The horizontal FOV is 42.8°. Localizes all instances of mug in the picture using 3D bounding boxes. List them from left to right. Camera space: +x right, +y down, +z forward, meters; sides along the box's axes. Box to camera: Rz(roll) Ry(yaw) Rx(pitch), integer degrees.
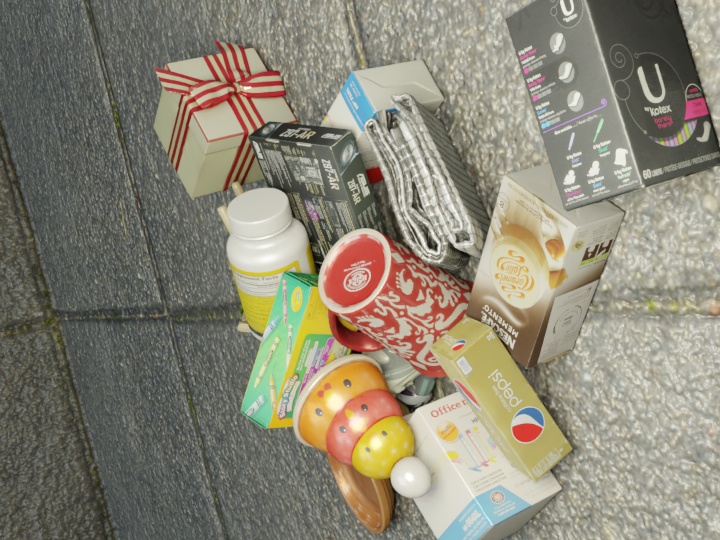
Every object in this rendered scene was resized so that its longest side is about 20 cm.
[{"bbox_3d":[0.037,0.052,1.126,0.178,0.200,0.133,-45,47,12],"label":"mug"}]

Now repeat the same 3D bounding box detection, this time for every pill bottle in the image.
[{"bbox_3d":[-0.118,-0.007,1.241,0.111,0.111,0.200,36,146,44],"label":"pill bottle"}]

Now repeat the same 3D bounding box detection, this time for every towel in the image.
[{"bbox_3d":[0.079,-0.098,1.096,0.085,0.166,0.200,-27,80,15],"label":"towel"}]

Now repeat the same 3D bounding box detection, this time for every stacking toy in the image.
[{"bbox_3d":[0.022,0.213,1.167,0.200,0.146,0.146,38,134,39],"label":"stacking toy"}]

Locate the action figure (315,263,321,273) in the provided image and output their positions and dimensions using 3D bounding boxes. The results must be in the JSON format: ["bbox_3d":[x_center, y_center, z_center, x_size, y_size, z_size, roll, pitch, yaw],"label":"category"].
[{"bbox_3d":[0.000,0.000,1.320,0.102,0.119,0.200,46,172,-34],"label":"action figure"}]

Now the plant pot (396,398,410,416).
[{"bbox_3d":[0.035,0.228,1.430,0.200,0.027,0.200,47,148,42],"label":"plant pot"}]

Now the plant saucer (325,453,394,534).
[{"bbox_3d":[0.000,0.336,1.520,0.200,0.037,0.200,49,152,38],"label":"plant saucer"}]

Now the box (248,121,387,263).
[{"bbox_3d":[-0.052,-0.095,1.214,0.160,0.044,0.200,13,134,42],"label":"box"}]

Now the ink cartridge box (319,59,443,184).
[{"bbox_3d":[0.010,-0.184,1.217,0.067,0.116,0.200,62,146,16],"label":"ink cartridge box"}]

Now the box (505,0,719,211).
[{"bbox_3d":[0.239,-0.172,0.869,0.106,0.122,0.200,-18,89,58],"label":"box"}]

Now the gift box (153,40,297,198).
[{"bbox_3d":[-0.236,-0.256,1.497,0.200,0.184,0.187,56,146,14],"label":"gift box"}]

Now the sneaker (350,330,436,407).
[{"bbox_3d":[0.044,0.108,1.360,0.200,0.074,0.088,40,124,27],"label":"sneaker"}]

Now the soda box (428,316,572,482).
[{"bbox_3d":[0.169,0.154,1.099,0.200,0.064,0.068,55,169,-19],"label":"soda box"}]

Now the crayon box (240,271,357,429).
[{"bbox_3d":[-0.073,0.107,1.218,0.058,0.119,0.200,25,101,38],"label":"crayon box"}]

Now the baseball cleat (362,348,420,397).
[{"bbox_3d":[0.069,0.096,1.253,0.200,0.070,0.107,-44,77,29],"label":"baseball cleat"}]

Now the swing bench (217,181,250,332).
[{"bbox_3d":[-0.133,-0.030,1.424,0.199,0.129,0.200,-100,3,-73],"label":"swing bench"}]

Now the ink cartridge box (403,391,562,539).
[{"bbox_3d":[0.138,0.253,1.212,0.200,0.128,0.125,56,143,25],"label":"ink cartridge box"}]

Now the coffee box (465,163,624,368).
[{"bbox_3d":[0.203,-0.004,1.041,0.114,0.080,0.200,44,137,38],"label":"coffee box"}]
